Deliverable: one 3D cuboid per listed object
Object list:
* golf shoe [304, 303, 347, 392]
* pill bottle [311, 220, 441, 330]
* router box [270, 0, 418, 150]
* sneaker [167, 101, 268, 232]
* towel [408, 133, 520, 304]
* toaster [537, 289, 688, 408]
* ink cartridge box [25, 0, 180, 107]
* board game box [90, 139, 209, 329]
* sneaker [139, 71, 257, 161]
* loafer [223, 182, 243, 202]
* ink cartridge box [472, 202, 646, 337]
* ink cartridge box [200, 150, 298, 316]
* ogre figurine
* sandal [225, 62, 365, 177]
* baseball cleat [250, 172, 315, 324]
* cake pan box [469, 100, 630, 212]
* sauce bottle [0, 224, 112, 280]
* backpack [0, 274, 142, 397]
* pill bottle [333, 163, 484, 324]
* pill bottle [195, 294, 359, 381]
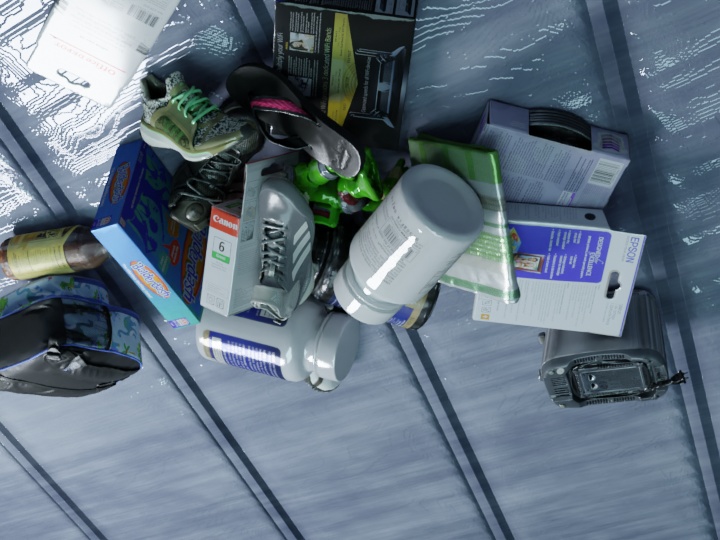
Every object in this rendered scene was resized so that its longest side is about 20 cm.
[{"bbox_3d":[-0.049,0.106,1.817,0.094,0.078,0.200,-8,137,16],"label":"golf shoe"},{"bbox_3d":[0.000,0.000,1.663,0.199,0.112,0.112,17,138,-12],"label":"pill bottle"},{"bbox_3d":[-0.021,-0.235,1.446,0.157,0.052,0.200,8,139,0],"label":"router box"},{"bbox_3d":[-0.178,-0.119,1.555,0.076,0.115,0.199,27,133,-24],"label":"sneaker"},{"bbox_3d":[0.131,-0.065,1.538,0.149,0.031,0.201,17,126,45],"label":"towel"},{"bbox_3d":[0.342,0.104,1.719,0.199,0.130,0.114,-9,137,18],"label":"toaster"},{"bbox_3d":[-0.286,-0.288,1.413,0.116,0.067,0.200,26,135,-20],"label":"ink cartridge box"},{"bbox_3d":[-0.260,-0.045,1.619,0.045,0.153,0.200,-13,135,21],"label":"board game box"},{"bbox_3d":[-0.203,-0.186,1.470,0.200,0.077,0.089,15,133,42],"label":"sneaker"},{"bbox_3d":[-0.151,-0.031,1.679,0.072,0.063,0.200,-3,141,8],"label":"loafer"},{"bbox_3d":[0.250,0.000,1.604,0.199,0.044,0.199,7,138,5],"label":"ink cartridge box"},{"bbox_3d":[-0.138,-0.052,1.564,0.050,0.109,0.201,21,114,29],"label":"ink cartridge box"},{"bbox_3d":[-0.018,-0.104,1.549,0.119,0.200,0.099,-4,96,27],"label":"ogre figurine"},{"bbox_3d":[-0.082,-0.169,1.424,0.200,0.045,0.075,37,144,19],"label":"sandal"},{"bbox_3d":[-0.096,-0.016,1.523,0.069,0.107,0.200,11,137,22],"label":"baseball cleat"},{"bbox_3d":[0.214,-0.111,1.556,0.183,0.052,0.200,11,139,-7],"label":"cake pan box"},{"bbox_3d":[-0.396,-0.029,1.724,0.199,0.066,0.066,-8,137,14],"label":"sauce bottle"},{"bbox_3d":[-0.416,0.094,1.788,0.183,0.148,0.200,-23,154,32],"label":"backpack"},{"bbox_3d":[0.052,-0.025,1.512,0.114,0.115,0.200,23,135,-18],"label":"pill bottle"},{"bbox_3d":[-0.109,0.084,1.693,0.199,0.120,0.120,13,141,18],"label":"pill bottle"}]
